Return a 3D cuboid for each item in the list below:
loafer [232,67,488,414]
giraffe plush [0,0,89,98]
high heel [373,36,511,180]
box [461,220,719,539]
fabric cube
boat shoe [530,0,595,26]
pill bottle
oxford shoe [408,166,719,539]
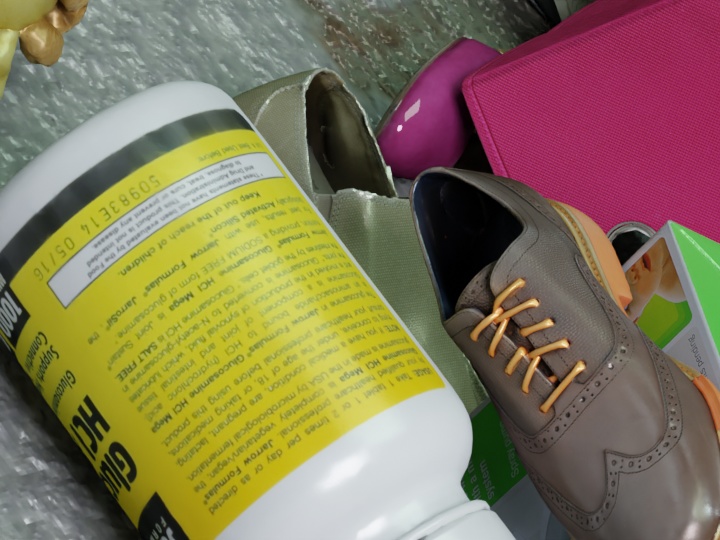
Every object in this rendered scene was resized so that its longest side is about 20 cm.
[{"bbox_3d":[0.000,0.000,1.115,0.076,0.068,0.200,-1,53,-52],"label":"loafer"},{"bbox_3d":[-0.160,-0.157,1.044,0.162,0.173,0.200,54,-10,-33],"label":"giraffe plush"},{"bbox_3d":[0.073,-0.056,1.274,0.096,0.067,0.200,39,25,12],"label":"high heel"},{"bbox_3d":[0.108,0.120,0.987,0.097,0.176,0.200,24,35,-33],"label":"box"},{"bbox_3d":[0.198,-0.049,1.239,0.200,0.199,0.196,-34,102,-60],"label":"fabric cube"},{"bbox_3d":[0.110,-0.168,1.473,0.200,0.072,0.068,44,4,-11],"label":"boat shoe"},{"bbox_3d":[-0.036,0.045,0.952,0.200,0.112,0.112,53,30,15],"label":"pill bottle"},{"bbox_3d":[0.064,0.036,0.943,0.073,0.071,0.200,30,18,-36],"label":"oxford shoe"}]
